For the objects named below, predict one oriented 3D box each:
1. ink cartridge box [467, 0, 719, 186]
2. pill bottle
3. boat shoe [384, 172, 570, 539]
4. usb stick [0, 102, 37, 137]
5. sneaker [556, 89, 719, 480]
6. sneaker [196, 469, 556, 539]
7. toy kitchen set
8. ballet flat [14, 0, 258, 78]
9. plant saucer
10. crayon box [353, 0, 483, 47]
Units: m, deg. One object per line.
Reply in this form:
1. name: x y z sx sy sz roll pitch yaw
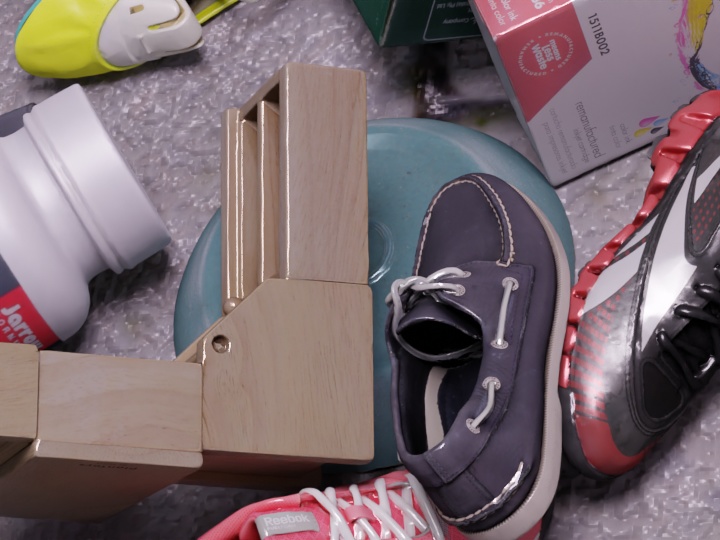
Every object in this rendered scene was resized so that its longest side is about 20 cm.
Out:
1. ink cartridge box: 0.156 -0.134 1.168 0.200 0.116 0.068 -25 51 3
2. pill bottle: -0.198 -0.001 1.204 0.200 0.120 0.120 -31 52 -2
3. boat shoe: 0.044 0.023 1.070 0.073 0.063 0.200 -31 39 28
4. usb stick: -0.248 -0.033 1.300 0.200 0.033 0.055 -20 53 7
5. sneaker: 0.150 0.005 1.092 0.098 0.071 0.200 5 56 47
6. sneaker: -0.009 0.124 1.069 0.200 0.087 0.074 -28 52 -1
7. toy kitchen set: -0.116 0.012 1.111 0.200 0.163 0.181 5 74 -20
8. ballet flat: -0.086 -0.151 1.303 0.200 0.067 0.067 -34 54 -7
9. plant saucer: 0.000 0.000 1.184 0.200 0.036 0.200 -10 54 14
10. crayon box: 0.035 -0.198 1.265 0.126 0.052 0.200 -7 48 -23
